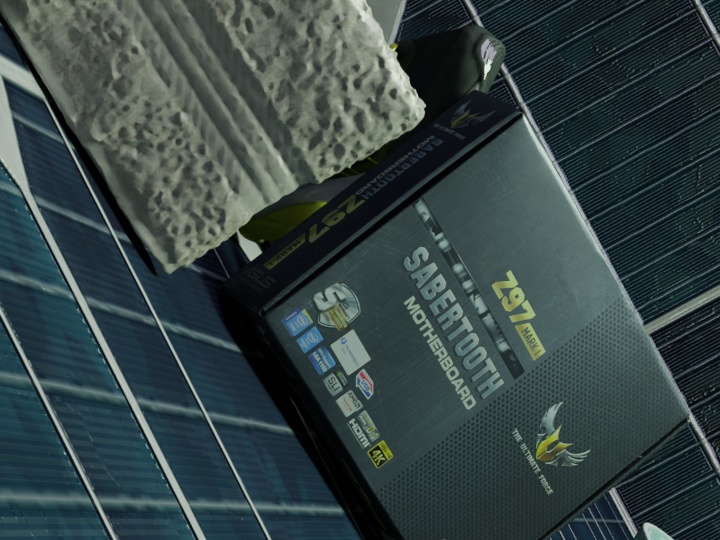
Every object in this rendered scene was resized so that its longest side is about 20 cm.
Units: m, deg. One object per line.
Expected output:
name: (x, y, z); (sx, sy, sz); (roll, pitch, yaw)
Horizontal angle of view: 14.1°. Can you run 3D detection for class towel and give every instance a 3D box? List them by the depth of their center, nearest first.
towel: (-0.073, -0.114, 1.177); (0.200, 0.132, 0.034); (59, 1, -13)

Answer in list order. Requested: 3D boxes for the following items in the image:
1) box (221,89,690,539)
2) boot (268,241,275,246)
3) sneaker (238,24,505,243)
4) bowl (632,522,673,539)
box: (0.049, 0.040, 1.381); (0.051, 0.158, 0.200); (31, -25, 58)
boot: (0.000, 0.000, 1.645); (0.200, 0.072, 0.144); (46, 15, -41)
sneaker: (-0.015, -0.078, 1.436); (0.085, 0.200, 0.075); (47, 43, -17)
bowl: (0.220, 0.279, 1.975); (0.201, 0.105, 0.201); (48, 8, -9)
